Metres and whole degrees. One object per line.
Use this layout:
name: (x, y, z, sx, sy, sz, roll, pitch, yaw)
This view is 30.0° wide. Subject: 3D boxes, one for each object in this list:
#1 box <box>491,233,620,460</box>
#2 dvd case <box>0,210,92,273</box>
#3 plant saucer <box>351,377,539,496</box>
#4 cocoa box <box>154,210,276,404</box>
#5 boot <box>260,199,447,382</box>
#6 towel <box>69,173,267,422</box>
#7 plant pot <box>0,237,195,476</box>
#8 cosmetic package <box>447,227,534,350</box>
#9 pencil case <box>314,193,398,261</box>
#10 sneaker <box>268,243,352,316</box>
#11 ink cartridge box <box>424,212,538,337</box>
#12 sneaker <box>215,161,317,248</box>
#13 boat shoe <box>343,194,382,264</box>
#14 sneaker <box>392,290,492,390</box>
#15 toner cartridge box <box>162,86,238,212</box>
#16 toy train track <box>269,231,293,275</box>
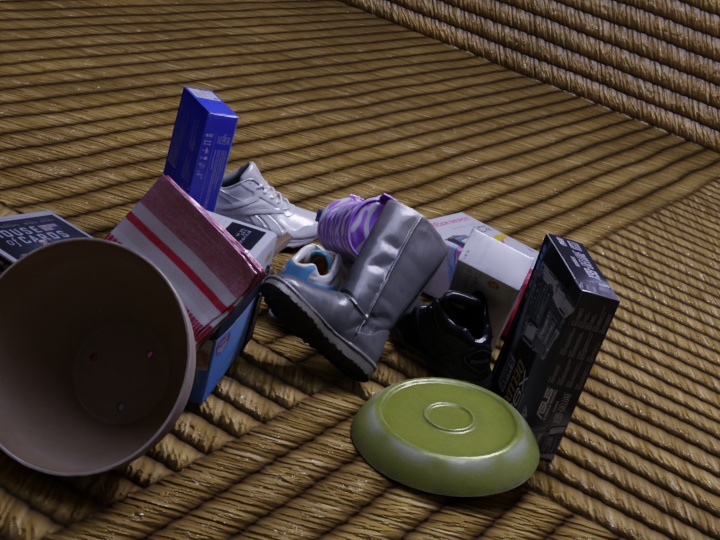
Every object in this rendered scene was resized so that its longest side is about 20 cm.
box: (0.210, 0.083, 1.486, 0.049, 0.202, 0.158, 15, 21, -12)
dvd case: (-0.350, -0.013, 1.542, 0.199, 0.025, 0.150, 29, 23, 28)
plant saucer: (0.090, 0.162, 1.384, 0.197, 0.031, 0.201, 6, 25, -3)
cocoa box: (-0.184, 0.029, 1.408, 0.132, 0.133, 0.200, 17, 20, 6)
boot: (-0.002, -0.001, 1.504, 0.182, 0.201, 0.072, 44, -24, -27)
towel: (-0.205, 0.026, 1.281, 0.144, 0.200, 0.023, 42, -4, 10)
plant pot: (-0.232, 0.084, 1.195, 0.198, 0.203, 0.135, 20, -8, 10)
cosmetic package: (0.149, 0.027, 1.616, 0.082, 0.051, 0.201, 25, -22, 8)
pencil case: (0.002, -0.052, 1.672, 0.083, 0.086, 0.200, 29, -2, -14)
sneaker: (-0.043, 0.011, 1.642, 0.076, 0.082, 0.200, 21, 17, 14)
ink cartridge box: (0.169, 0.004, 1.823, 0.199, 0.087, 0.147, 30, 24, 28)
sneaker: (-0.138, -0.092, 1.801, 0.197, 0.101, 0.078, 10, 21, -18)
boat shoe: (0.019, -0.038, 1.854, 0.070, 0.073, 0.200, 27, 32, 6)
sneaker: (0.098, 0.056, 1.588, 0.075, 0.116, 0.199, -4, 25, -23)
toner cartridge box: (-0.208, -0.114, 1.658, 0.043, 0.202, 0.095, 5, 23, -29)
toy train track: (-0.136, -0.008, 1.658, 0.033, 0.114, 0.200, 55, -7, -23)
